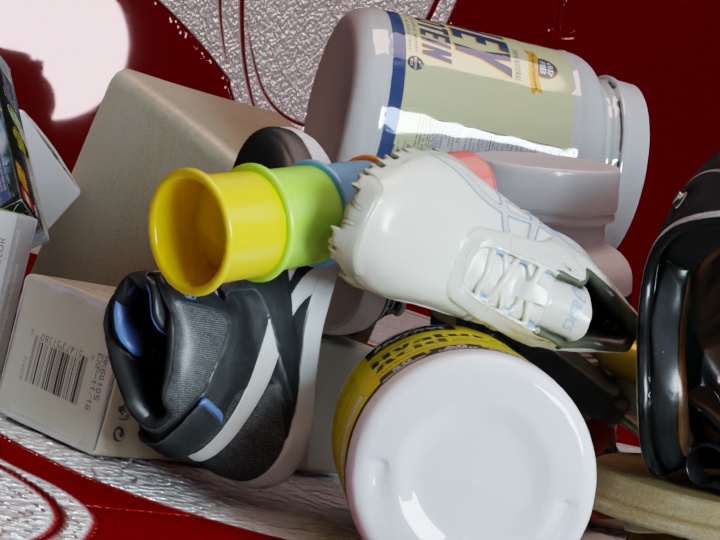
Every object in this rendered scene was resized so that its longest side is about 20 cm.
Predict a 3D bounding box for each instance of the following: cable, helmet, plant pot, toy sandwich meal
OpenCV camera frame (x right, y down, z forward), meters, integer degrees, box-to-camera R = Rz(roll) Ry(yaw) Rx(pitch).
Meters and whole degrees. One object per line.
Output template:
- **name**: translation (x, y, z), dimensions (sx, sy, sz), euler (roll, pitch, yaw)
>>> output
- **cable**: translation (0.090, 0.040, 1.072), dimensions (0.200, 0.097, 0.050), euler (40, 26, 5)
- **helmet**: translation (0.233, 0.021, 0.952), dimensions (0.199, 0.192, 0.200), euler (8, 3, 0)
- **plant pot**: translation (-0.088, -0.001, 1.343), dimensions (0.177, 0.200, 0.200), euler (30, 11, 31)
- **toy sandwich meal**: translation (0.204, 0.148, 0.998), dimensions (0.204, 0.071, 0.205), euler (8, 4, -1)

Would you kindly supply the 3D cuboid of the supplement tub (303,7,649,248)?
- **supplement tub**: translation (0.072, -0.082, 1.238), dimensions (0.199, 0.146, 0.145), euler (11, 3, -15)

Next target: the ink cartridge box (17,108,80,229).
- **ink cartridge box**: translation (-0.314, -0.050, 1.303), dimensions (0.199, 0.146, 0.085), euler (15, -33, 42)

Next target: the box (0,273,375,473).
- **box**: translation (-0.091, 0.060, 1.054), dimensions (0.095, 0.078, 0.200), euler (17, 3, 43)

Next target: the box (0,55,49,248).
- **box**: translation (-0.276, -0.058, 1.193), dimensions (0.040, 0.136, 0.200), euler (61, 3, -40)

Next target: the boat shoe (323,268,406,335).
- **boat shoe**: translation (0.000, 0.000, 1.129), dimensions (0.092, 0.075, 0.200), euler (8, 5, -24)

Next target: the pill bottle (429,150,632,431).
- **pill bottle**: translation (0.100, 0.034, 1.140), dimensions (0.119, 0.201, 0.120), euler (5, 9, -1)

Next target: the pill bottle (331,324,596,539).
- **pill bottle**: translation (0.042, 0.084, 0.910), dimensions (0.111, 0.112, 0.200), euler (14, 2, -5)

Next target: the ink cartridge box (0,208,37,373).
- **ink cartridge box**: translation (-0.277, 0.001, 0.995), dimensions (0.199, 0.104, 0.059), euler (12, 2, -41)

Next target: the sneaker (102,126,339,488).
- **sneaker**: translation (-0.070, -0.001, 0.953), dimensions (0.073, 0.201, 0.112), euler (-20, -34, 37)

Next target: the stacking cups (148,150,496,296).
- **stacking cups**: translation (-0.013, -0.028, 0.945), dimensions (0.060, 0.061, 0.199), euler (16, 17, 40)

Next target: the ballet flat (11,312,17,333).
- **ballet flat**: translation (-0.219, 0.038, 1.169), dimensions (0.067, 0.047, 0.200), euler (16, 3, 23)

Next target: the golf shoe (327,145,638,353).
- **golf shoe**: translation (0.069, -0.003, 0.931), dimensions (0.097, 0.079, 0.200), euler (28, 8, 38)

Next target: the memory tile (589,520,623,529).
- **memory tile**: translation (0.146, 0.144, 1.258), dimensions (0.153, 0.017, 0.200), euler (13, 2, -37)
